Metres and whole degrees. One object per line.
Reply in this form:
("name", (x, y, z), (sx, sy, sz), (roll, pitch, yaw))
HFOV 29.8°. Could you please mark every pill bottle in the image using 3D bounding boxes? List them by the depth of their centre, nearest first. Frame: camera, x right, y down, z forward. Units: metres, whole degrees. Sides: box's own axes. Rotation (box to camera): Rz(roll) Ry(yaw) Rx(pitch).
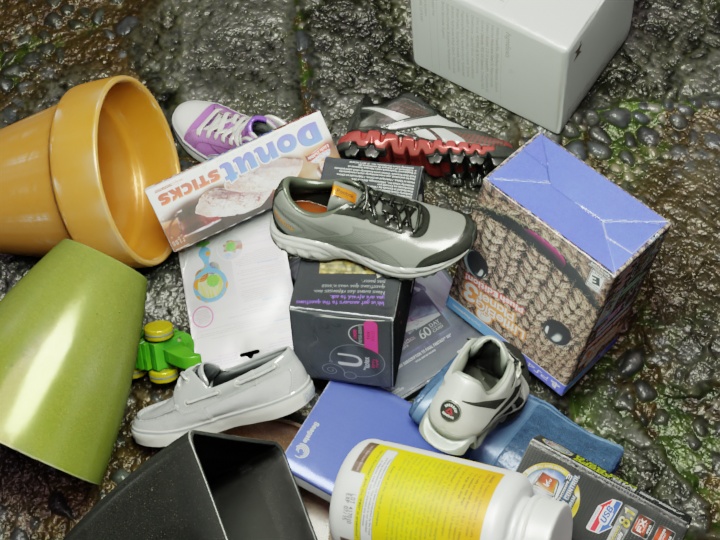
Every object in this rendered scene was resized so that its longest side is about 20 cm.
("pill bottle", (0.081, 0.221, 1.198), (0.199, 0.109, 0.109), (10, 63, 25))

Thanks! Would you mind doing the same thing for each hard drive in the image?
("hard drive", (0.036, 0.191, 1.326), (0.200, 0.025, 0.132), (27, 54, 8))

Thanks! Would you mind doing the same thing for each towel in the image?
("towel", (0.153, 0.164, 1.326), (0.200, 0.049, 0.112), (34, 43, 16))

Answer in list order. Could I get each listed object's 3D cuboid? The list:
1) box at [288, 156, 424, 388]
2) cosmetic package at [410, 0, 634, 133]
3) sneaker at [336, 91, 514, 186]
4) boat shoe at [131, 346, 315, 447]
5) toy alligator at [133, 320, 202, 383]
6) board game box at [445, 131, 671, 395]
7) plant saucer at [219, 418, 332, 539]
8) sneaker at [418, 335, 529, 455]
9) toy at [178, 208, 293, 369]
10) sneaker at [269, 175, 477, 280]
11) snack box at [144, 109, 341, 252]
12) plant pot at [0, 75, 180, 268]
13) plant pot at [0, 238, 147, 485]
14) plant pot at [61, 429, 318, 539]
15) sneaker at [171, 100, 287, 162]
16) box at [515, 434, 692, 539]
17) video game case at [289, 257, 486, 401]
("box", (0.000, 0.000, 1.363), (0.106, 0.122, 0.200), (7, 53, 7))
("cosmetic package", (0.182, -0.294, 1.515), (0.200, 0.165, 0.165), (30, 69, 18))
("sneaker", (0.076, -0.151, 1.500), (0.200, 0.071, 0.098), (7, 66, 8))
("boat shoe", (-0.145, 0.122, 1.341), (0.200, 0.069, 0.072), (-14, 18, 25))
("toy alligator", (-0.242, 0.076, 1.416), (0.199, 0.059, 0.054), (5, 21, 26))
("board game box", (0.189, -0.005, 1.338), (0.159, 0.200, 0.097), (38, 56, 20))
("plant saucer", (-0.101, 0.243, 1.329), (0.200, 0.037, 0.201), (-2, 63, 3))
("sneaker", (0.125, 0.096, 1.273), (0.074, 0.089, 0.200), (26, 25, 12))
("toy", (-0.129, 0.005, 1.441), (0.115, 0.047, 0.201), (-13, 76, 6))
("sneaker", (0.010, -0.045, 1.271), (0.199, 0.079, 0.074), (7, 51, 6))
("snack box", (-0.119, -0.094, 1.414), (0.200, 0.024, 0.072), (-25, 102, -3))
("plant pot", (-0.313, -0.093, 1.439), (0.183, 0.200, 0.201), (-7, 62, 17))
("plant pot", (-0.293, 0.078, 1.318), (0.187, 0.187, 0.200), (22, 79, 14))
("plant pot", (-0.147, 0.274, 1.197), (0.177, 0.199, 0.200), (-28, 72, 14))
("sneaker", (-0.129, -0.153, 1.491), (0.200, 0.114, 0.073), (29, 69, 18))
("box", (0.187, 0.276, 1.241), (0.160, 0.044, 0.200), (28, 97, 15))
("video game case", (0.031, 0.036, 1.438), (0.143, 0.019, 0.200), (-31, 66, -12))
